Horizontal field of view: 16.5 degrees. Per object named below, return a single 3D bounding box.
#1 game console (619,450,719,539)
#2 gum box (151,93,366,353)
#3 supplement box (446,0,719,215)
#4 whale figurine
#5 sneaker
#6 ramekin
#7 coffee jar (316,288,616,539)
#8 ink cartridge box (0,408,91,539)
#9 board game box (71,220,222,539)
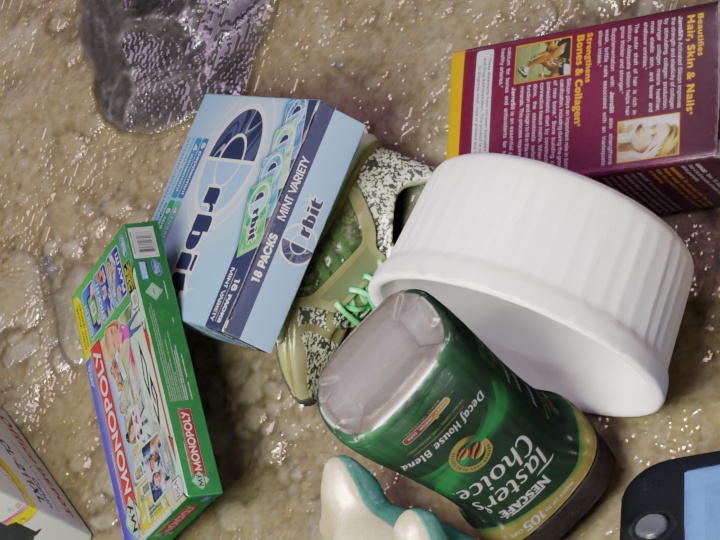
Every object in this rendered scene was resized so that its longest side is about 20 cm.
[{"bbox_3d":[0.249,0.160,1.463,0.199,0.031,0.177,-12,28,16],"label":"game console"},{"bbox_3d":[-0.087,-0.037,1.750,0.200,0.044,0.171,9,75,64],"label":"gum box"},{"bbox_3d":[0.163,-0.097,1.648,0.199,0.086,0.111,-8,67,29],"label":"supplement box"},{"bbox_3d":[0.046,0.200,1.592,0.103,0.160,0.200,-21,49,-21],"label":"whale figurine"},{"bbox_3d":[0.000,0.000,1.725,0.088,0.077,0.201,14,82,23],"label":"sneaker"},{"bbox_3d":[0.114,0.007,1.577,0.200,0.200,0.098,12,70,34],"label":"ramekin"},{"bbox_3d":[0.071,0.101,1.562,0.104,0.200,0.085,-48,40,8],"label":"coffee jar"},{"bbox_3d":[-0.303,0.143,1.772,0.083,0.200,0.146,-45,56,6],"label":"ink cartridge box"},{"bbox_3d":[-0.152,0.084,1.744,0.135,0.029,0.201,-46,55,56],"label":"board game box"}]
